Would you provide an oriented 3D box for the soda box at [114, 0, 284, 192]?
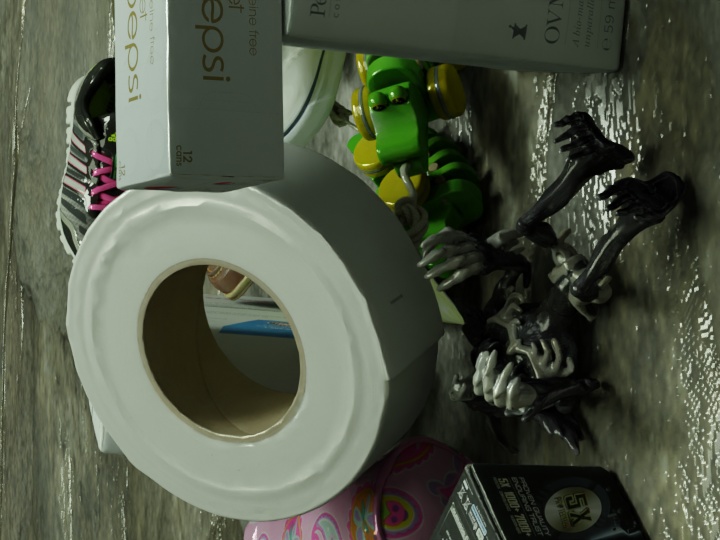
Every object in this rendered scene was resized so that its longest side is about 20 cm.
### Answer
[{"bbox_3d":[-0.080,-0.141,1.037,0.068,0.063,0.201,-7,83,61],"label":"soda box"}]

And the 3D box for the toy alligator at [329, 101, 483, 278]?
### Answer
[{"bbox_3d":[0.029,-0.067,1.270,0.054,0.059,0.200,-37,41,5],"label":"toy alligator"}]

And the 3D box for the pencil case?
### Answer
[{"bbox_3d":[0.004,0.155,1.260,0.200,0.087,0.088,-28,62,59],"label":"pencil case"}]

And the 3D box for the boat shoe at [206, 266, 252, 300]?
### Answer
[{"bbox_3d":[-0.096,-0.049,1.441,0.072,0.067,0.200,-51,23,22],"label":"boat shoe"}]

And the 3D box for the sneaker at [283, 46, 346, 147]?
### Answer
[{"bbox_3d":[-0.044,-0.153,1.280,0.200,0.070,0.073,109,157,-45],"label":"sneaker"}]

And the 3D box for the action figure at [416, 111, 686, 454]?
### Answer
[{"bbox_3d":[0.083,0.018,1.093,0.119,0.102,0.201,55,134,36],"label":"action figure"}]

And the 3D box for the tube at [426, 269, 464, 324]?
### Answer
[{"bbox_3d":[0.000,0.000,1.305,0.200,0.058,0.052,-176,93,-66],"label":"tube"}]

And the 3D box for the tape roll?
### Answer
[{"bbox_3d":[-0.059,0.033,1.160,0.201,0.071,0.204,10,113,25],"label":"tape roll"}]

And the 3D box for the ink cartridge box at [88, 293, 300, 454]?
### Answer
[{"bbox_3d":[-0.097,0.065,1.349,0.200,0.144,0.084,-152,66,-80],"label":"ink cartridge box"}]

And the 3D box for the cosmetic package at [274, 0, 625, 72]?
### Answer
[{"bbox_3d":[0.033,-0.212,1.110,0.123,0.199,0.201,12,98,64],"label":"cosmetic package"}]

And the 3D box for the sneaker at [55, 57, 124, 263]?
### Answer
[{"bbox_3d":[-0.202,-0.087,1.716,0.087,0.073,0.201,128,143,-58],"label":"sneaker"}]

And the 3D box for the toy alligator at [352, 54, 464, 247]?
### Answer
[{"bbox_3d":[0.022,-0.099,1.205,0.059,0.054,0.201,-15,42,19],"label":"toy alligator"}]

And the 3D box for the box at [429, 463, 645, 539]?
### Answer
[{"bbox_3d":[0.094,0.223,1.059,0.164,0.086,0.200,-67,32,34],"label":"box"}]
